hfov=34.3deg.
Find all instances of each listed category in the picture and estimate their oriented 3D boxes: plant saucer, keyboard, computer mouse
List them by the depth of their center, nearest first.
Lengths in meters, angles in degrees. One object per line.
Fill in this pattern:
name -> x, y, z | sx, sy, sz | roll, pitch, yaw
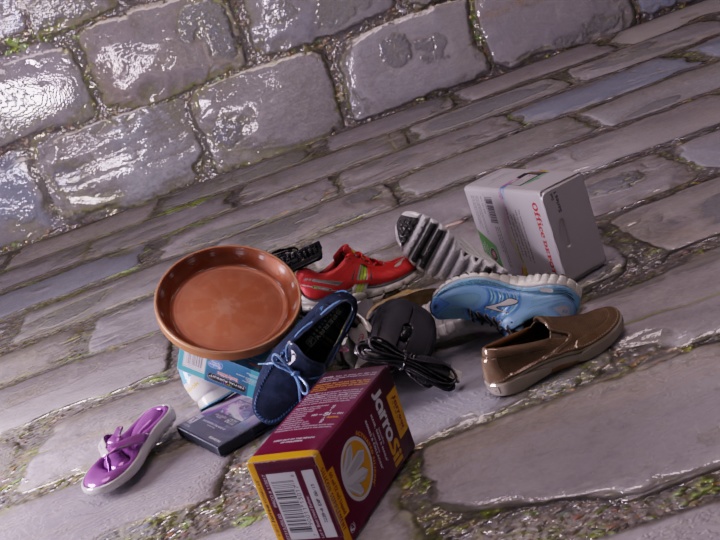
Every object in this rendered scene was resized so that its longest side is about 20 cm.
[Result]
computer mouse -> 0.064, 0.081, 1.512 | 0.138, 0.053, 0.200 | 21, 16, -6
plant saucer -> -0.180, 0.045, 1.589 | 0.199, 0.032, 0.201 | 2, 45, -2
keyboard -> -0.151, -0.001, 1.690 | 0.199, 0.040, 0.104 | -24, 13, 1

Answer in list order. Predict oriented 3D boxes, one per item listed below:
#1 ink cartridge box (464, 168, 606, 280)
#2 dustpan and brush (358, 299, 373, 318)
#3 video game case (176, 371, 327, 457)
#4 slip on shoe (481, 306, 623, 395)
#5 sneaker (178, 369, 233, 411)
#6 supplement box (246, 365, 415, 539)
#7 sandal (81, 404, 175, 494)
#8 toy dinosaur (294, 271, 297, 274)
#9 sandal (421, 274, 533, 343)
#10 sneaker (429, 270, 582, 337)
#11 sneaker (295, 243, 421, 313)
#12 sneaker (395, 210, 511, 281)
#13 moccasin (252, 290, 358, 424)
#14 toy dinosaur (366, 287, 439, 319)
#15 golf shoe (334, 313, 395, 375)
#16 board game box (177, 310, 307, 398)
ink cartridge box -> 0.258, -0.070, 1.733 | 0.084, 0.145, 0.200 | -27, 17, -22
dustpan and brush -> -0.004, 0.049, 1.810 | 0.199, 0.057, 0.140 | -15, 16, 16
video game case -> -0.138, 0.186, 1.598 | 0.200, 0.019, 0.143 | -29, 18, -26
slip on shoe -> 0.232, 0.082, 1.415 | 0.200, 0.061, 0.076 | -24, 18, -15
sneaker -> -0.174, 0.123, 1.701 | 0.200, 0.081, 0.076 | -32, -5, -41
supplement box -> -0.026, 0.198, 1.256 | 0.085, 0.111, 0.200 | -10, 19, 28
sandal -> -0.321, 0.232, 1.573 | 0.082, 0.050, 0.203 | -16, 18, 23
toy dinosaur -> -0.140, 0.041, 1.972 | 0.135, 0.086, 0.200 | -35, 15, -24
sandal -> 0.169, 0.055, 1.594 | 0.202, 0.083, 0.050 | -10, -24, 26
sneaker -> 0.183, 0.053, 1.506 | 0.199, 0.090, 0.078 | -2, -22, 23
sneaker -> 0.000, 0.000, 1.684 | 0.199, 0.085, 0.077 | -17, 4, -21
sneaker -> 0.137, -0.017, 1.693 | 0.075, 0.200, 0.081 | -56, -8, 16
moccasin -> -0.076, 0.107, 1.493 | 0.200, 0.080, 0.068 | -59, 7, -4
toy dinosaur -> 0.066, 0.043, 1.678 | 0.199, 0.058, 0.101 | -7, -14, -33
golf shoe -> -0.002, 0.093, 1.618 | 0.077, 0.088, 0.200 | -24, 15, -8
board game box -> -0.141, 0.103, 1.635 | 0.151, 0.047, 0.200 | 20, 28, 14
